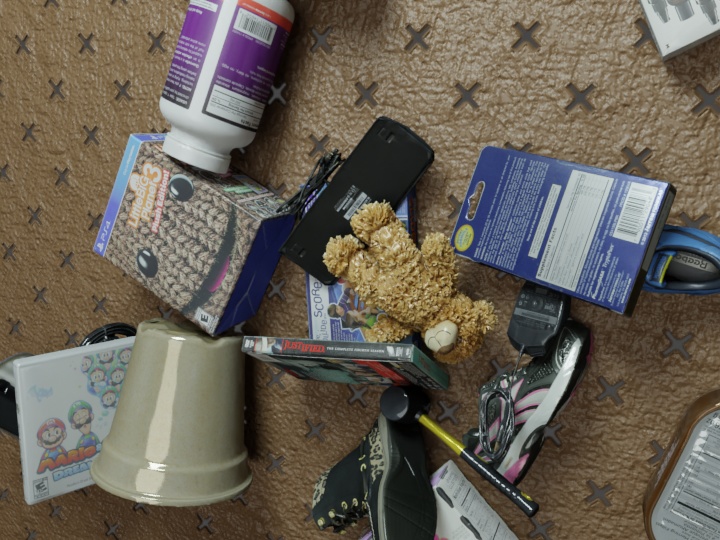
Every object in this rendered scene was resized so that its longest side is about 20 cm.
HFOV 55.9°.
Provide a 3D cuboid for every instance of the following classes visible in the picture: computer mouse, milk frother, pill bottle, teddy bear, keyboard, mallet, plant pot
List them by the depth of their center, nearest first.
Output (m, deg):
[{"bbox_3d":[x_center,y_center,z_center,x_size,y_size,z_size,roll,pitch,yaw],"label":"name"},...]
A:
[{"bbox_3d":[0.166,0.093,0.682,0.058,0.034,0.203,17,85,47],"label":"computer mouse"},{"bbox_3d":[0.099,0.186,0.715,0.199,0.066,0.042,36,97,39],"label":"mallet"},{"bbox_3d":[0.049,0.021,0.716,0.144,0.067,0.202,-29,95,13],"label":"teddy bear"},{"bbox_3d":[-0.015,-0.085,0.749,0.104,0.040,0.201,36,111,-11],"label":"keyboard"},{"bbox_3d":[-0.154,-0.217,0.756,0.111,0.112,0.203,25,101,17],"label":"pill bottle"},{"bbox_3d":[-0.220,0.161,0.844,0.197,0.200,0.187,9,93,21],"label":"plant pot"},{"bbox_3d":[-0.418,0.157,0.960,0.186,0.181,0.202,20,65,18],"label":"milk frother"}]

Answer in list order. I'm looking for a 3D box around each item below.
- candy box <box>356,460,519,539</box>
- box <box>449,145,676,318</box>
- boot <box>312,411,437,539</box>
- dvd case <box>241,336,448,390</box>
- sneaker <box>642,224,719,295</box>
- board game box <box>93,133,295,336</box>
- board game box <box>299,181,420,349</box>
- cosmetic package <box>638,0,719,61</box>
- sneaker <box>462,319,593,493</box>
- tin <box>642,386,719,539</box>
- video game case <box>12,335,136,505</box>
[{"bbox_3d":[0.106,0.357,0.792,0.200,0.071,0.168,48,114,8],"label":"candy box"},{"bbox_3d":[0.187,-0.046,0.662,0.198,0.032,0.123,23,96,40],"label":"box"},{"bbox_3d":[0.009,0.268,0.761,0.073,0.205,0.154,31,120,-20],"label":"boot"},{"bbox_3d":[-0.013,0.105,0.760,0.197,0.146,0.022,-1,69,23],"label":"dvd case"},{"bbox_3d":[0.254,-0.018,0.652,0.197,0.078,0.067,11,107,23],"label":"sneaker"},{"bbox_3d":[-0.201,-0.049,0.830,0.198,0.097,0.161,32,111,14],"label":"board game box"},{"bbox_3d":[0.000,0.000,0.787,0.133,0.034,0.204,2,100,23],"label":"board game box"},{"bbox_3d":[0.343,-0.265,0.579,0.198,0.051,0.084,-24,92,25],"label":"cosmetic package"},{"bbox_3d":[0.168,0.136,0.722,0.086,0.080,0.202,33,106,25],"label":"sneaker"},{"bbox_3d":[0.357,0.212,0.676,0.111,0.042,0.203,24,109,22],"label":"tin"},{"bbox_3d":[-0.339,0.186,0.886,0.023,0.198,0.185,14,107,46],"label":"video game case"}]
